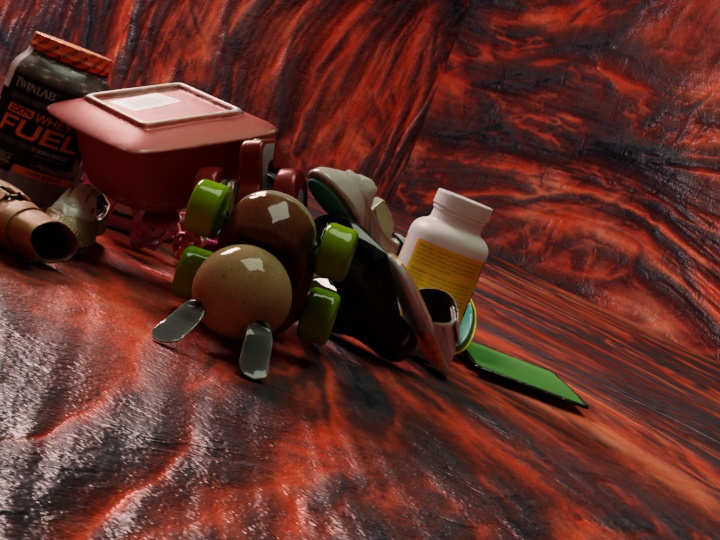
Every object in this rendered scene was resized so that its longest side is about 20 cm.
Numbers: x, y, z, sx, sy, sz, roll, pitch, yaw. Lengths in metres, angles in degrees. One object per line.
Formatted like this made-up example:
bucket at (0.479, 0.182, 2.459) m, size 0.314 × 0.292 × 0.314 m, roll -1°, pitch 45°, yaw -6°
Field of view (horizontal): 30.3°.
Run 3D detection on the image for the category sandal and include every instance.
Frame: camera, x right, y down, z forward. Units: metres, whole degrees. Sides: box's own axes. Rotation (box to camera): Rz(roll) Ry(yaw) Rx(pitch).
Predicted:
sandal at (0.082, 0.044, 1.518) m, size 0.079 × 0.059 × 0.207 m, roll 50°, pitch -11°, yaw 41°

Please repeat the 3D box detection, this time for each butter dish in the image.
butter dish at (-0.223, -0.118, 1.487) m, size 0.200 × 0.148 × 0.199 m, roll -15°, pitch 30°, yaw -38°

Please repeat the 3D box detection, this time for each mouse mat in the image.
mouse mat at (0.208, 0.133, 1.765) m, size 0.160 × 0.008 × 0.200 m, roll 21°, pitch 5°, yaw -8°

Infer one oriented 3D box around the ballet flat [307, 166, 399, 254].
ballet flat at (-0.003, -0.066, 1.468) m, size 0.069 × 0.070 × 0.200 m, roll 26°, pitch -21°, yaw 32°

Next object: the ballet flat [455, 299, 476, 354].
ballet flat at (0.118, 0.049, 1.790) m, size 0.067 × 0.067 × 0.200 m, roll -11°, pitch 46°, yaw 2°

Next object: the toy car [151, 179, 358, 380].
toy car at (-0.111, 0.031, 1.248) m, size 0.164 × 0.158 × 0.200 m, roll 18°, pitch 35°, yaw 3°

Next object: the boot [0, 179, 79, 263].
boot at (-0.372, -0.056, 1.257) m, size 0.155 × 0.077 × 0.200 m, roll 29°, pitch 1°, yaw 23°

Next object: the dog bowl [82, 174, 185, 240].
dog bowl at (-0.315, -0.103, 1.759) m, size 0.199 × 0.074 × 0.200 m, roll 22°, pitch 6°, yaw -2°

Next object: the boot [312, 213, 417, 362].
boot at (-0.023, 0.008, 1.471) m, size 0.164 × 0.066 × 0.200 m, roll 25°, pitch -19°, yaw 28°

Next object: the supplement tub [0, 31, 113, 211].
supplement tub at (-0.368, -0.169, 1.558) m, size 0.122 × 0.201 × 0.123 m, roll 21°, pitch 6°, yaw -2°

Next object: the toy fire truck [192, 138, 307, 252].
toy fire truck at (-0.104, -0.042, 1.447) m, size 0.112 × 0.201 × 0.168 m, roll 1°, pitch 6°, yaw 11°

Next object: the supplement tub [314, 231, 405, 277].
supplement tub at (0.000, 0.000, 1.727) m, size 0.122 × 0.123 × 0.200 m, roll 24°, pitch 8°, yaw 25°

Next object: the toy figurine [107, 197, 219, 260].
toy figurine at (-0.219, -0.075, 1.621) m, size 0.183 × 0.201 × 0.150 m, roll 0°, pitch -11°, yaw -12°

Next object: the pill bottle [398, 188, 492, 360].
pill bottle at (0.094, 0.004, 1.646) m, size 0.104 × 0.201 × 0.104 m, roll 21°, pitch 7°, yaw -3°

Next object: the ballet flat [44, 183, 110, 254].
ballet flat at (-0.314, -0.062, 1.460) m, size 0.070 × 0.066 × 0.200 m, roll 18°, pitch 7°, yaw -8°
